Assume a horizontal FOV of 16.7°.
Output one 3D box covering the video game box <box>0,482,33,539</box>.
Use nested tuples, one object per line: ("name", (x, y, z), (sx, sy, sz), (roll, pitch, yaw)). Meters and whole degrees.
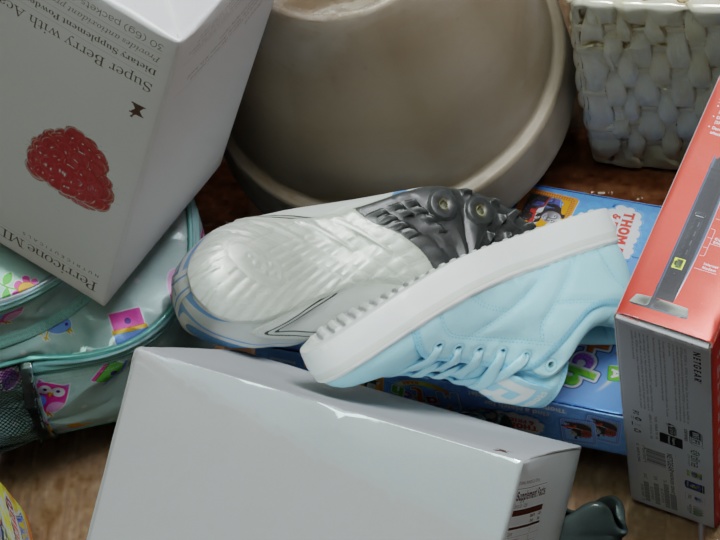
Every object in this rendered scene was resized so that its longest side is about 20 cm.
("video game box", (-0.187, 0.175, 1.180), (0.047, 0.182, 0.201), (-18, 60, 1))

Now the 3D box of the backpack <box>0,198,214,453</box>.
("backpack", (-0.176, -0.002, 1.302), (0.199, 0.154, 0.176), (-8, 54, -4))

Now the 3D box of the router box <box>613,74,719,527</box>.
("router box", (0.183, 0.003, 1.208), (0.049, 0.200, 0.180), (18, 65, 19))

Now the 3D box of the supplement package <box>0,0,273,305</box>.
("supplement package", (-0.123, -0.104, 1.160), (0.121, 0.200, 0.120), (30, 51, 7))

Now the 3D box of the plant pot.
("plant pot", (0.005, -0.133, 1.264), (0.199, 0.174, 0.201), (-4, 64, 8))

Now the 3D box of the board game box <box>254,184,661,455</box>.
("board game box", (0.062, 0.013, 1.298), (0.199, 0.037, 0.152), (10, 48, 15))

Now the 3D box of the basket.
("basket", (0.181, -0.145, 1.299), (0.135, 0.200, 0.124), (3, 67, 11))

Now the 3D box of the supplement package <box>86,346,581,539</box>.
("supplement package", (-0.021, 0.156, 1.145), (0.190, 0.147, 0.201), (16, 93, 16))

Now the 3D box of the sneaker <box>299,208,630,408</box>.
("sneaker", (0.064, 0.032, 1.180), (0.199, 0.074, 0.082), (-21, 85, -35))

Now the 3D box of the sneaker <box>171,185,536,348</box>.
("sneaker", (0.000, 0.000, 1.246), (0.199, 0.072, 0.072), (-4, 80, -19))

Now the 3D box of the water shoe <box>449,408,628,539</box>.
("water shoe", (0.044, 0.099, 1.242), (0.199, 0.071, 0.079), (32, 100, 14))
